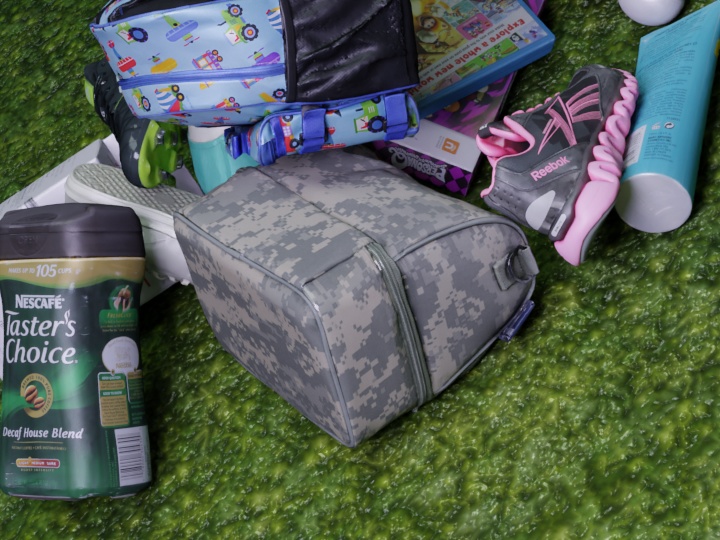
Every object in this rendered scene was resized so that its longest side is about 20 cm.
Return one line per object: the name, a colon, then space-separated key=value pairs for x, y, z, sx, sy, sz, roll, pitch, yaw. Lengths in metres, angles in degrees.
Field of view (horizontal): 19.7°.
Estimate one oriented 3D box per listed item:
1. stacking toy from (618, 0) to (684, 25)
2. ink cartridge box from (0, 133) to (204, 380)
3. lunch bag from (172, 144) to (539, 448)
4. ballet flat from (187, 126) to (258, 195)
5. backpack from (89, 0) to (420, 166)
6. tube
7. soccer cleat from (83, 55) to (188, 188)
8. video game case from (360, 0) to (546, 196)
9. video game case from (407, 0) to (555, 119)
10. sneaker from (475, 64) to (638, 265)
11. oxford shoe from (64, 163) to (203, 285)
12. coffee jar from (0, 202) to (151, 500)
stacking toy: x=0.173 y=-0.248 z=1.522 sx=0.146 sy=0.146 sz=0.201 roll=-34 pitch=51 yaw=3
ink cartridge box: x=-0.214 y=-0.016 z=1.564 sx=0.199 sy=0.116 sz=0.067 roll=-33 pitch=14 yaw=7
lunch bag: x=0.000 y=0.000 z=1.359 sx=0.167 sy=0.140 sz=0.200 roll=-34 pitch=36 yaw=-20
ballet flat: x=-0.102 y=-0.135 z=1.534 sx=0.067 sy=0.071 sz=0.201 roll=-19 pitch=41 yaw=21
backpack: x=-0.072 y=-0.141 z=1.362 sx=0.198 sy=0.136 sz=0.183 roll=-12 pitch=11 yaw=-11
tube: x=0.207 y=-0.111 z=1.388 sx=0.077 sy=0.050 sz=0.201 roll=-20 pitch=36 yaw=33
soccer cleat: x=-0.167 y=-0.122 z=1.527 sx=0.080 sy=0.068 sz=0.201 roll=-1 pitch=34 yaw=3
video game case: x=0.027 y=-0.166 z=1.522 sx=0.180 sy=0.036 sz=0.201 roll=21 pitch=56 yaw=5
video game case: x=0.028 y=-0.205 z=1.515 sx=0.142 sy=0.018 sz=0.200 roll=-28 pitch=65 yaw=-25
sneaker: x=0.125 y=-0.086 z=1.354 sx=0.095 sy=0.079 sz=0.200 roll=20 pitch=33 yaw=0
oxford shoe: x=-0.123 y=-0.017 z=1.490 sx=0.198 sy=0.058 sz=0.075 roll=20 pitch=25 yaw=3
coffee jar: x=-0.199 y=0.054 z=1.422 sx=0.104 sy=0.085 sz=0.202 roll=-3 pitch=88 yaw=34
